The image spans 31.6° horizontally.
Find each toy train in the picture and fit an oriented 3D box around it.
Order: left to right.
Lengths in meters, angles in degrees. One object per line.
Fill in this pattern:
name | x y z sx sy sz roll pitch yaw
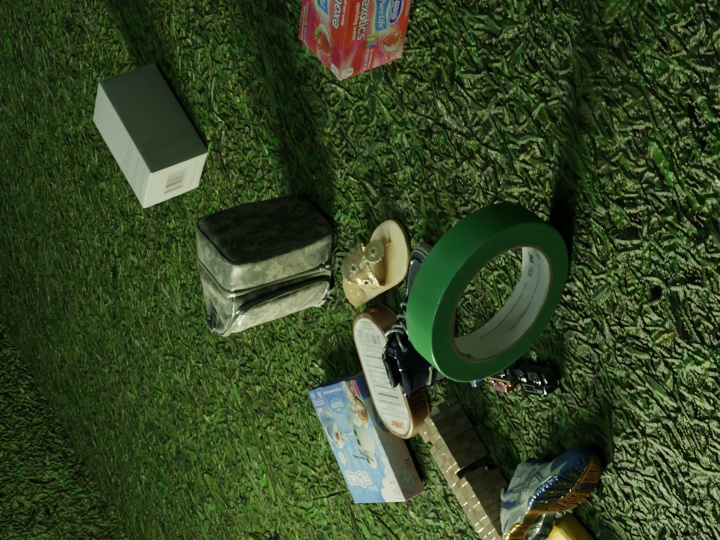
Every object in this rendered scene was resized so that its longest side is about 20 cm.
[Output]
toy train | 0.179 0.130 1.595 0.199 0.034 0.046 5 127 59

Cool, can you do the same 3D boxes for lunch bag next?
lunch bag | -0.140 -0.001 1.895 0.139 0.198 0.170 45 142 40

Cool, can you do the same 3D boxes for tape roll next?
tape roll | 0.141 0.025 1.398 0.048 0.199 0.203 39 142 42

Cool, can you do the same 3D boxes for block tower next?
block tower | 0.152 0.277 1.730 0.201 0.053 0.058 59 153 16

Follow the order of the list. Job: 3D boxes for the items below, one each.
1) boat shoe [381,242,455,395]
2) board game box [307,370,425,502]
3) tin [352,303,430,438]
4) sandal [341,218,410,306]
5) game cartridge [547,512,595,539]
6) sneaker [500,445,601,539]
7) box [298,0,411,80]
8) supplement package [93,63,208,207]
boat shoe | 0.072 0.070 1.673 0.074 0.092 0.203 25 131 52
board game box | 0.006 0.263 1.991 0.201 0.043 0.200 66 155 1
tin | 0.043 0.148 1.847 0.112 0.041 0.203 7 116 64
sandal | 0.003 0.005 1.773 0.078 0.069 0.212 60 152 12
game cartridge | 0.299 0.431 1.604 0.200 0.032 0.178 49 148 33
sneaker | 0.223 0.259 1.567 0.201 0.074 0.089 124 148 -42
box | -0.002 -0.339 1.488 0.096 0.099 0.202 48 148 31
supplement package | -0.366 -0.235 2.206 0.201 0.116 0.117 58 152 16
